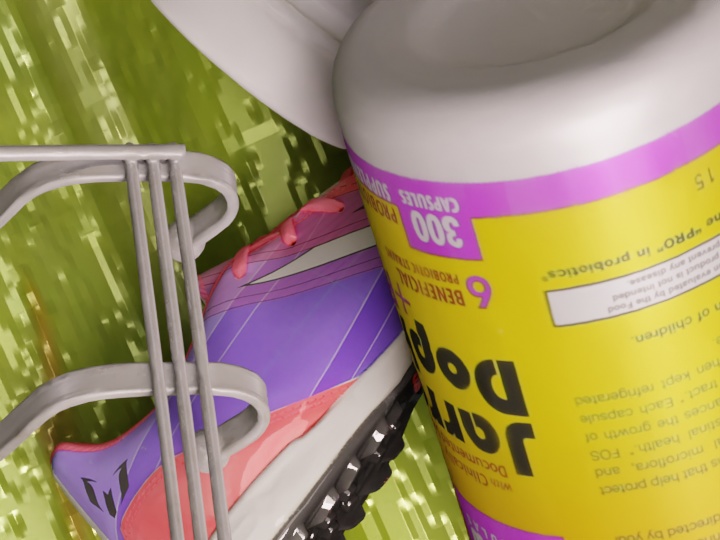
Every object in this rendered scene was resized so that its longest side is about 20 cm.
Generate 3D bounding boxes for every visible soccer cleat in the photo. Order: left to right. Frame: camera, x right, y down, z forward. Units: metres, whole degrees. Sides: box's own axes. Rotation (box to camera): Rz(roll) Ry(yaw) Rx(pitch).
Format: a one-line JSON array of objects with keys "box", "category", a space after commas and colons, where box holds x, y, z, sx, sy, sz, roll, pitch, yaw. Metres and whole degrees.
[{"box": [0.000, 0.000, 0.796, 0.073, 0.068, 0.200, 32, 72, 14], "category": "soccer cleat"}]

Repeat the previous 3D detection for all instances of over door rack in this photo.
[{"box": [-0.120, 0.031, 0.704, 0.199, 0.067, 0.148, 7, 49, -22], "category": "over door rack"}]

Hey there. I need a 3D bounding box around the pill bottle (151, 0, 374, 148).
[{"box": [0.032, -0.131, 0.765, 0.109, 0.109, 0.200, 38, 101, -10], "category": "pill bottle"}]

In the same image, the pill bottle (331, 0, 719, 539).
[{"box": [0.067, 0.022, 0.727, 0.104, 0.104, 0.201, -26, 119, -15], "category": "pill bottle"}]
